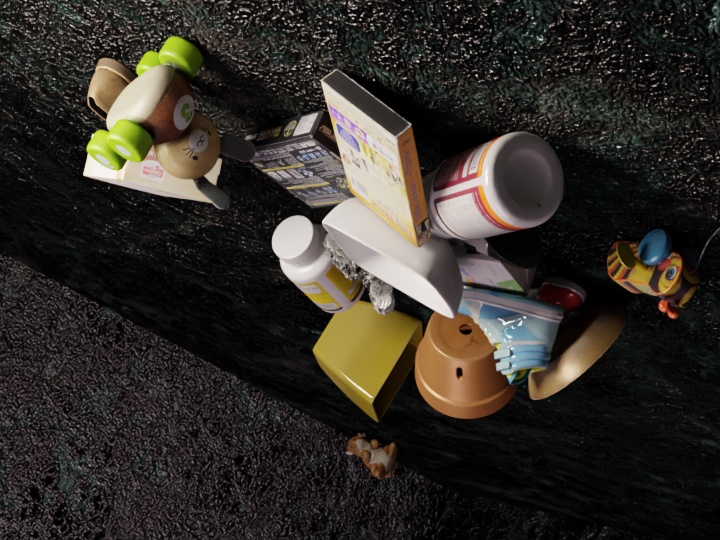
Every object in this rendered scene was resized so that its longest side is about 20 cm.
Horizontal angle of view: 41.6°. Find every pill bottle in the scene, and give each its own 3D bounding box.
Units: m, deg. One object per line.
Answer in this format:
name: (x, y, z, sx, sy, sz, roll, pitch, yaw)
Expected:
pill bottle: (0.150, -0.096, 1.159, 0.108, 0.111, 0.199, 28, 165, -19)
pill bottle: (-0.076, -0.013, 1.685, 0.110, 0.113, 0.200, 12, 160, 30)

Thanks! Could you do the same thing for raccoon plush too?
raccoon plush: (0.000, 0.000, 1.543, 0.095, 0.203, 0.134, -14, 159, 3)

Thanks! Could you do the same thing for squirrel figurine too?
squirrel figurine: (0.041, 0.708, 3.625, 0.184, 0.143, 0.201, 22, 161, 24)

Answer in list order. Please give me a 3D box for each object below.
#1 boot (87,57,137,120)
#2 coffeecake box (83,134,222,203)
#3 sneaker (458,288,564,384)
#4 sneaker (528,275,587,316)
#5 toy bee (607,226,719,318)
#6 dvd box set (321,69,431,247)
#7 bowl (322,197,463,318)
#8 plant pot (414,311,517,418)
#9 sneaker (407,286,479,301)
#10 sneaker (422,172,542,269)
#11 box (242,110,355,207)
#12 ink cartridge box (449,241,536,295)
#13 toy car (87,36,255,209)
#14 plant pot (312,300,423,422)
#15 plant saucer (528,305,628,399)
boot: (-0.329, -0.229, 1.429, 0.073, 0.077, 0.199, 1, 155, 42)
coffeecake box: (-0.334, -0.164, 1.512, 0.152, 0.074, 0.199, 13, 180, -34)
sneaker: (0.206, 0.099, 1.439, 0.198, 0.133, 0.079, 10, -179, 40)
sneaker: (0.281, 0.079, 1.502, 0.071, 0.113, 0.200, 36, 161, -6)
toy bee: (0.375, 0.004, 1.185, 0.129, 0.110, 0.200, 25, 163, -3)
dvd box set: (0.022, -0.135, 1.175, 0.146, 0.029, 0.201, 42, 161, 35)
bowl: (0.057, -0.027, 1.329, 0.198, 0.075, 0.200, 28, 170, 24)
plant pot: (0.193, 0.145, 1.720, 0.197, 0.202, 0.141, 16, 144, 19)
sneaker: (0.139, 0.020, 1.602, 0.072, 0.073, 0.198, -3, -170, -39)
sneaker: (0.161, -0.063, 1.322, 0.198, 0.075, 0.089, 33, 162, 2)
box: (-0.062, -0.154, 1.361, 0.160, 0.050, 0.198, 36, 158, -31)
ink cartridge box: (0.155, -0.026, 1.433, 0.197, 0.068, 0.117, 9, 159, 37)
toy car: (-0.234, -0.178, 1.279, 0.199, 0.166, 0.157, 37, 158, -27)
plant pot: (0.010, 0.175, 2.023, 0.175, 0.202, 0.200, 29, 165, 14)
plant saucer: (0.326, 0.116, 1.465, 0.035, 0.200, 0.200, 46, 160, -3)
